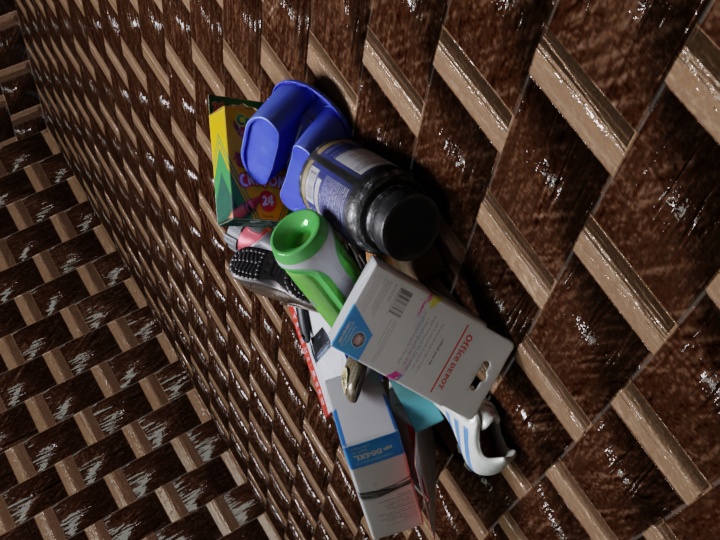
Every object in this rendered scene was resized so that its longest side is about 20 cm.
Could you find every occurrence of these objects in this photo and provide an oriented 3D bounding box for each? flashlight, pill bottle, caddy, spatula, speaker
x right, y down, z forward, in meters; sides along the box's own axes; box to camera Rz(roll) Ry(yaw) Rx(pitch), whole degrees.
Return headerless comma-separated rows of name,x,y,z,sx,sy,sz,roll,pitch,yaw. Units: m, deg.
flashlight,-0.119,-0.019,1.539,0.199,0.069,0.068,32,-169,24
pill bottle,0.011,-0.088,1.266,0.200,0.111,0.113,38,148,51
caddy,-0.085,-0.179,1.412,0.141,0.105,0.200,39,152,6
spatula,-0.111,0.021,1.605,0.056,0.020,0.202,-3,107,55
speaker,-0.037,0.012,1.303,0.088,0.088,0.201,40,170,47

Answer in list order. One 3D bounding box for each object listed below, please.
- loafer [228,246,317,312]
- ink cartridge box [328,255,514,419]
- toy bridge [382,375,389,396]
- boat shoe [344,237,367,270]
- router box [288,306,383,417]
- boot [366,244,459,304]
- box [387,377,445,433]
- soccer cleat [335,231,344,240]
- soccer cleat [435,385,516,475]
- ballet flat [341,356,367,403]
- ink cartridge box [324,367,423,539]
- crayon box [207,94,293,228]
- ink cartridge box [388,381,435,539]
loafer,-0.094,0.017,1.460,0.198,0.074,0.071,19,159,23
ink cartridge box,0.074,0.083,1.231,0.198,0.116,0.068,30,-174,-8
toy bridge,0.038,0.191,1.659,0.068,0.027,0.200,57,158,15
boat shoe,0.000,0.000,1.479,0.067,0.057,0.201,51,156,30
router box,-0.044,0.113,1.603,0.202,0.048,0.180,70,156,16
boot,0.070,0.041,1.344,0.154,0.073,0.203,17,121,64
box,0.063,0.122,1.424,0.202,0.049,0.082,63,-159,4
soccer cleat,-0.048,-0.064,1.424,0.069,0.085,0.200,59,178,-3
soccer cleat,0.143,0.177,1.344,0.201,0.069,0.086,60,144,4
ballet flat,-0.010,0.112,1.430,0.201,0.046,0.068,-80,6,-54
ink cartridge box,0.020,0.264,1.453,0.147,0.083,0.202,-112,7,-55
crayon box,-0.159,-0.167,1.504,0.051,0.126,0.203,-18,76,50
ink cartridge box,0.076,0.269,1.478,0.201,0.049,0.162,-81,-20,-55
